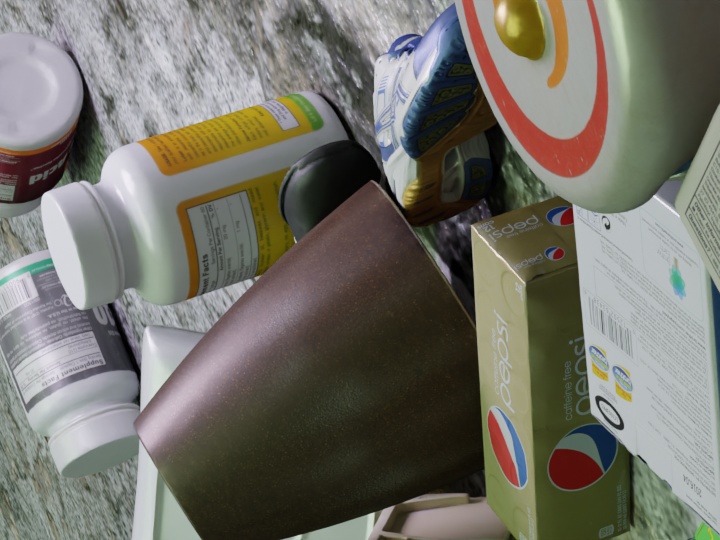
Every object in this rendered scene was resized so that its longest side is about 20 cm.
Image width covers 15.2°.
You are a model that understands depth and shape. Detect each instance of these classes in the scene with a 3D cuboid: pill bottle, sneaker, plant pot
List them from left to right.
[{"bbox_3d":[-0.321,-0.129,2.489,0.200,0.114,0.115,119,130,-67],"label":"pill bottle"},{"bbox_3d":[-0.279,0.089,2.574,0.113,0.113,0.201,118,131,-66],"label":"pill bottle"},{"bbox_3d":[-0.107,-0.042,1.806,0.111,0.199,0.112,162,90,-72],"label":"pill bottle"},{"bbox_3d":[-0.028,0.078,1.611,0.187,0.200,0.187,58,177,5],"label":"plant pot"},{"bbox_3d":[0.000,0.000,1.751,0.089,0.074,0.200,57,167,37],"label":"sneaker"},{"bbox_3d":[0.037,-0.105,1.527,0.200,0.075,0.088,108,141,-60],"label":"sneaker"}]

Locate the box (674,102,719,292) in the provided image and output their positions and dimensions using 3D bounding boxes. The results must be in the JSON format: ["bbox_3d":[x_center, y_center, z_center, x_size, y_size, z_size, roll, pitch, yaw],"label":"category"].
[{"bbox_3d":[0.213,-0.041,1.020,0.200,0.109,0.128,107,141,-60],"label":"box"}]

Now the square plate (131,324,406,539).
[{"bbox_3d":[-0.057,0.146,1.743,0.028,0.199,0.199,-33,-51,-70],"label":"square plate"}]

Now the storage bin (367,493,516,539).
[{"bbox_3d":[0.056,0.266,1.657,0.199,0.093,0.201,-57,-41,-62],"label":"storage bin"}]

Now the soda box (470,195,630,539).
[{"bbox_3d":[0.107,0.062,1.501,0.068,0.064,0.201,-130,28,-49],"label":"soda box"}]

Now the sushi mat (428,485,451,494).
[{"bbox_3d":[0.039,0.181,1.784,0.012,0.096,0.201,-11,99,43],"label":"sushi mat"}]

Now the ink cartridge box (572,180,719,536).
[{"bbox_3d":[0.165,0.031,1.281,0.136,0.076,0.201,-135,33,-55],"label":"ink cartridge box"}]

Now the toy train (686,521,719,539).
[{"bbox_3d":[0.184,0.173,1.424,0.200,0.042,0.057,105,152,-60],"label":"toy train"}]

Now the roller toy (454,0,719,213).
[{"bbox_3d":[0.121,-0.125,1.157,0.183,0.139,0.201,52,153,46],"label":"roller toy"}]
